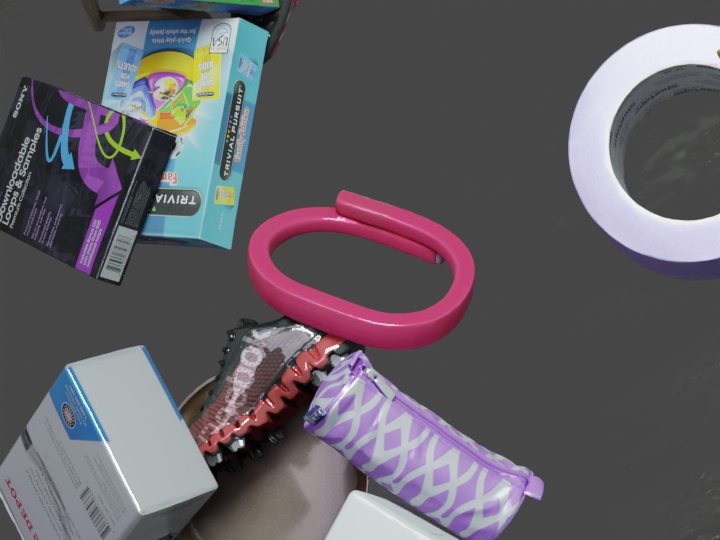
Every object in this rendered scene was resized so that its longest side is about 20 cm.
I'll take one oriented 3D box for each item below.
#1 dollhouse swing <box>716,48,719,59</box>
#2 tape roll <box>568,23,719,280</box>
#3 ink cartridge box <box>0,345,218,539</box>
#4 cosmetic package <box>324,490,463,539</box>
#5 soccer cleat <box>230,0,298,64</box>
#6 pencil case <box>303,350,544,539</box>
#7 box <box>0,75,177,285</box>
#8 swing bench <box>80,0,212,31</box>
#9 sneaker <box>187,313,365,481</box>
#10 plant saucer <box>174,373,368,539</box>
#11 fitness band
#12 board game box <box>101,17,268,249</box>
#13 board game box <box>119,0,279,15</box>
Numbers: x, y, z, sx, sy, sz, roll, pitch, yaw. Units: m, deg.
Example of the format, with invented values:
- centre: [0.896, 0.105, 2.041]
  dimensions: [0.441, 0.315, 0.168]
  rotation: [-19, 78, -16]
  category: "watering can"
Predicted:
- centre: [0.401, -0.131, 1.449]
  dimensions: [0.182, 0.176, 0.200]
  rotation: [-36, 94, -26]
  category: "dollhouse swing"
- centre: [0.277, -0.097, 1.589]
  dimensions: [0.199, 0.085, 0.201]
  rotation: [-3, 79, 17]
  category: "tape roll"
- centre: [-0.221, 0.180, 1.635]
  dimensions: [0.145, 0.084, 0.200]
  rotation: [60, 140, 18]
  category: "ink cartridge box"
- centre: [0.055, 0.299, 1.540]
  dimensions: [0.199, 0.165, 0.165]
  rotation: [30, 89, 19]
  category: "cosmetic package"
- centre: [-0.064, -0.280, 1.740]
  dimensions: [0.068, 0.073, 0.201]
  rotation: [24, 106, 37]
  category: "soccer cleat"
- centre: [0.048, 0.144, 1.574]
  dimensions: [0.200, 0.084, 0.086]
  rotation: [35, 123, -13]
  category: "pencil case"
- centre: [-0.263, -0.085, 1.734]
  dimensions: [0.200, 0.036, 0.144]
  rotation: [23, 93, 42]
  category: "box"
- centre: [-0.220, -0.339, 1.723]
  dimensions: [0.129, 0.200, 0.200]
  rotation: [-1, 80, 16]
  category: "swing bench"
- centre: [-0.094, 0.099, 1.641]
  dimensions: [0.200, 0.071, 0.098]
  rotation: [-41, 71, 4]
  category: "sneaker"
- centre: [-0.084, 0.183, 1.674]
  dimensions: [0.199, 0.032, 0.201]
  rotation: [-3, 79, 15]
  category: "plant saucer"
- centre: [0.000, 0.000, 1.637]
  dimensions: [0.199, 0.038, 0.144]
  rotation: [19, 46, 18]
  category: "fitness band"
- centre: [-0.170, -0.124, 1.725]
  dimensions: [0.150, 0.047, 0.201]
  rotation: [3, 80, 37]
  category: "board game box"
- centre: [-0.147, -0.327, 1.662]
  dimensions: [0.037, 0.151, 0.201]
  rotation: [-12, 82, 49]
  category: "board game box"
